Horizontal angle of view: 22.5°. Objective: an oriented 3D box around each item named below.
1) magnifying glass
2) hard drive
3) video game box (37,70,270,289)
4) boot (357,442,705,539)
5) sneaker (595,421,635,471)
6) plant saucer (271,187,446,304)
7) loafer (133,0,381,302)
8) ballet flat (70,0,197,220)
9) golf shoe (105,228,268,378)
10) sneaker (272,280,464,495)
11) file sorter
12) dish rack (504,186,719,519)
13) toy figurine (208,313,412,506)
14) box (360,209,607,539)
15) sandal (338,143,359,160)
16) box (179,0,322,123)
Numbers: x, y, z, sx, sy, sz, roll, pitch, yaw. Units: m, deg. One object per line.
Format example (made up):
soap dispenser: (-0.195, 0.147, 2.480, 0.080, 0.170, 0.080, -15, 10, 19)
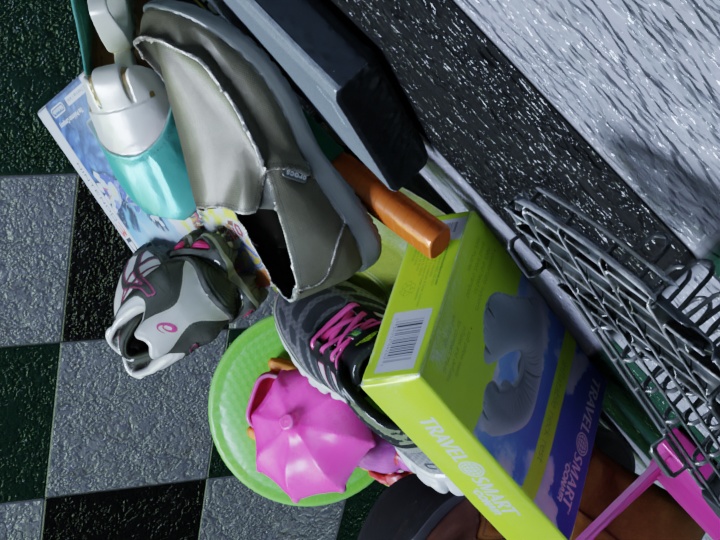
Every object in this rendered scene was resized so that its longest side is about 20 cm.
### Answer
magnifying glass: (-0.028, -0.072, 1.055, 0.200, 0.022, 0.080, 39, 162, 22)
hard drive: (-0.048, -0.140, 0.980, 0.200, 0.033, 0.140, 47, 177, 23)
video game box: (-0.123, -0.062, 1.202, 0.182, 0.047, 0.200, 54, 155, -8)
boot: (0.113, 0.188, 1.230, 0.200, 0.188, 0.068, 39, 178, -26)
sneaker: (0.115, 0.092, 1.354, 0.121, 0.084, 0.200, 29, 165, 51)
plant saucer: (0.000, 0.000, 1.224, 0.200, 0.031, 0.200, 21, 152, 11)
loafer: (-0.064, -0.062, 1.008, 0.200, 0.070, 0.075, 53, 159, -21)
ballet flat: (-0.138, -0.125, 1.043, 0.070, 0.067, 0.201, 13, -116, -67)
golf shoe: (-0.138, 0.028, 1.193, 0.077, 0.088, 0.200, 51, 156, -5)
sneaker: (0.009, 0.055, 1.148, 0.200, 0.074, 0.088, 44, 169, 35)
file sorter: (0.190, 0.197, 1.094, 0.139, 0.125, 0.200, 47, 178, 12)
dish rack: (0.130, 0.047, 0.596, 0.200, 0.055, 0.153, 51, 175, -31)
toy figurine: (-0.009, 0.117, 1.277, 0.199, 0.151, 0.184, 18, -177, -6)
box: (0.084, 0.074, 1.081, 0.048, 0.122, 0.200, -9, 137, 36)
sandal: (-0.002, -0.066, 1.346, 0.201, 0.048, 0.075, 60, -177, 16)
box: (-0.092, -0.164, 1.190, 0.161, 0.049, 0.200, 45, 178, 5)
